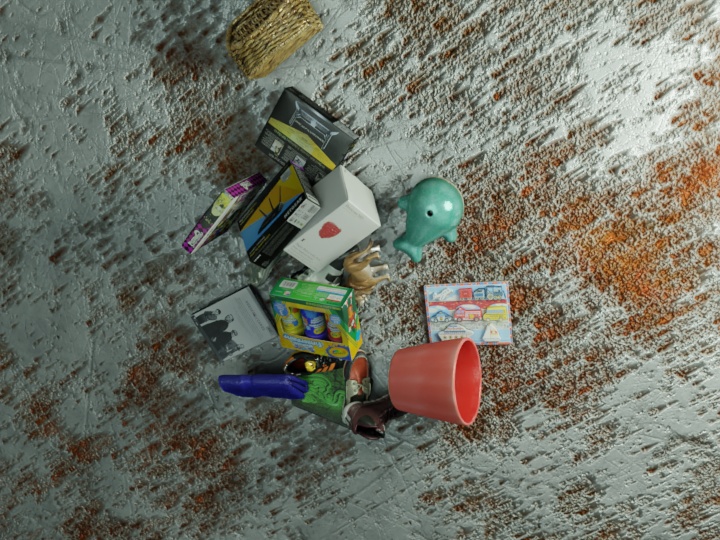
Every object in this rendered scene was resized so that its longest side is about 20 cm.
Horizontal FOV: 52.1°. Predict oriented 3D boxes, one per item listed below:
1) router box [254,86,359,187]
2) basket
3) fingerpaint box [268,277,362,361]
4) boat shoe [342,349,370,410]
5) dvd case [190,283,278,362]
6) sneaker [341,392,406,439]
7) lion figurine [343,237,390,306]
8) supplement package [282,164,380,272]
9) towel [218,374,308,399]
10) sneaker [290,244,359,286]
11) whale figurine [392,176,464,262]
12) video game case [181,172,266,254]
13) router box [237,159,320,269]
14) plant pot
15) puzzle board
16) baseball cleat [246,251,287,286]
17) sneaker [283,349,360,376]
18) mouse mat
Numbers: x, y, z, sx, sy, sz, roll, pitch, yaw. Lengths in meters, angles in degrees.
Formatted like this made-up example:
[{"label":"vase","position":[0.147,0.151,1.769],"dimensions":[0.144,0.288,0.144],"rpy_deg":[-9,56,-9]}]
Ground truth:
[{"label":"router box","position":[-0.124,-0.297,1.688],"dimensions":[0.199,0.052,0.158],"rpy_deg":[37,114,3]},{"label":"basket","position":[-0.205,-0.532,1.593],"dimensions":[0.198,0.143,0.150],"rpy_deg":[-32,96,23]},{"label":"fingerpaint box","position":[-0.106,0.116,1.755],"dimensions":[0.196,0.074,0.169],"rpy_deg":[9,130,23]},{"label":"boat shoe","position":[-0.008,0.294,1.808],"dimensions":[0.070,0.063,0.204],"rpy_deg":[1,112,-17]},{"label":"dvd case","position":[-0.321,0.138,1.886],"dimensions":[0.198,0.025,0.152],"rpy_deg":[-25,104,23]},{"label":"sneaker","position":[0.061,0.356,1.757],"dimensions":[0.196,0.116,0.077],"rpy_deg":[-13,116,-14]},{"label":"lion figurine","position":[0.000,0.000,1.694],"dimensions":[0.120,0.073,0.201],"rpy_deg":[-15,141,8]},{"label":"supplement package","position":[-0.072,-0.115,1.667],"dimensions":[0.199,0.121,0.121],"rpy_deg":[-35,134,23]},{"label":"towel","position":[-0.243,0.295,1.855],"dimensions":[0.196,0.148,0.051],"rpy_deg":[-4,74,20]},{"label":"sneaker","position":[-0.068,0.006,1.757],"dimensions":[0.198,0.074,0.089],"rpy_deg":[-28,103,31]},{"label":"whale figurine","position":[0.144,-0.108,1.635],"dimensions":[0.158,0.104,0.201],"rpy_deg":[36,113,3]},{"label":"video game case","position":[-0.315,-0.137,1.716],"dimensions":[0.036,0.200,0.181],"rpy_deg":[42,113,-2]},{"label":"router box","position":[-0.186,-0.125,1.649],"dimensions":[0.051,0.150,0.200],"rpy_deg":[27,115,-40]},{"label":"plant pot","position":[0.169,0.255,1.701],"dimensions":[0.174,0.200,0.204],"rpy_deg":[-3,106,27]},{"label":"puzzle board","position":[0.250,0.103,1.714],"dimensions":[0.196,0.017,0.154],"rpy_deg":[-3,105,18]},{"label":"baseball cleat","position":[-0.207,-0.028,1.787],"dimensions":[0.071,0.105,0.201],"rpy_deg":[65,146,22]},{"label":"sneaker","position":[-0.097,0.224,1.813],"dimensions":[0.196,0.090,0.071],"rpy_deg":[-14,98,18]},{"label":"mouse mat","position":[-0.074,0.311,1.883],"dimensions":[0.197,0.008,0.164],"rpy_deg":[20,111,12]}]
